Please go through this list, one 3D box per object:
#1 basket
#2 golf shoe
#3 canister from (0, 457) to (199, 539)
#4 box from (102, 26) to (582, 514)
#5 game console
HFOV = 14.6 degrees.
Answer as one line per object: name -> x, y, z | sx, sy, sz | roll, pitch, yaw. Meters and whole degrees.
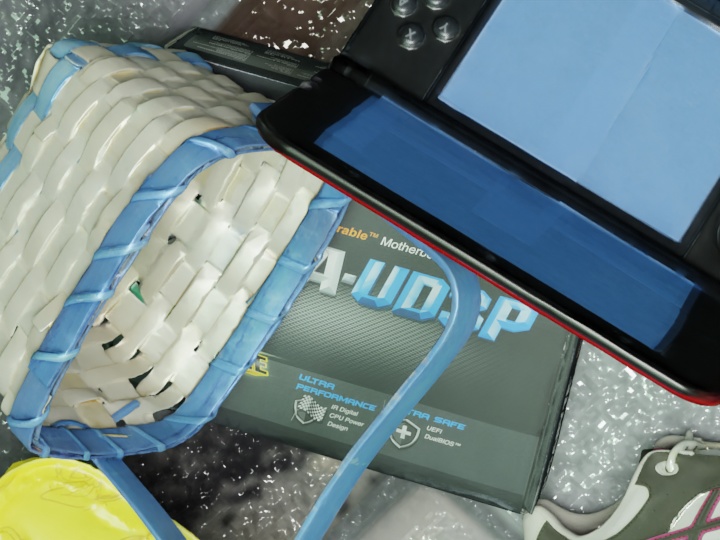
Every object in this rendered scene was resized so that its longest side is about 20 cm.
basket -> -0.061, 0.011, 1.101 | 0.200, 0.139, 0.176 | 48, 114, 27
golf shoe -> 0.160, 0.101, 1.175 | 0.200, 0.077, 0.088 | -29, 86, 16
canister -> -0.118, 0.171, 1.203 | 0.148, 0.087, 0.200 | 36, 153, 0
box -> 0.000, 0.000, 1.194 | 0.200, 0.046, 0.159 | 17, 110, 8
game console -> 0.086, -0.059, 1.077 | 0.200, 0.119, 0.172 | 32, 80, 5
